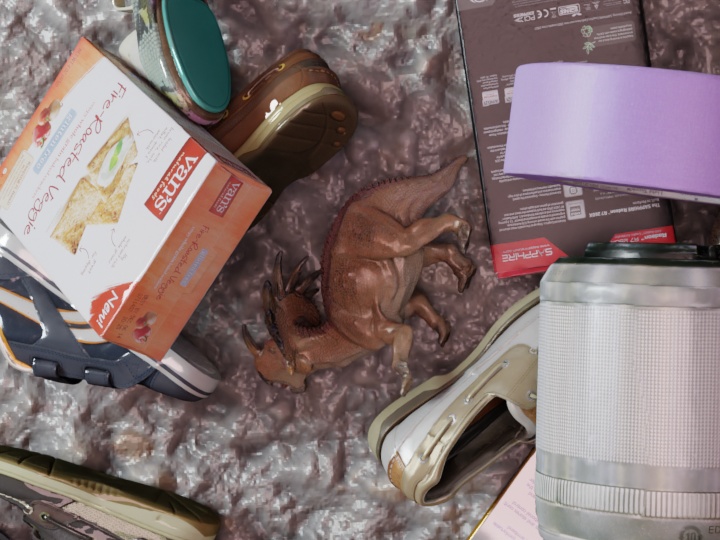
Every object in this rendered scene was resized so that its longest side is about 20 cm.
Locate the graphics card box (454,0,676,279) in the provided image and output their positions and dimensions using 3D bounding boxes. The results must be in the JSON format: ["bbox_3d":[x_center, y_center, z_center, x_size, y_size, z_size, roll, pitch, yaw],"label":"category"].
[{"bbox_3d":[0.136,-0.104,1.109,0.124,0.051,0.202,-9,93,8],"label":"graphics card box"}]

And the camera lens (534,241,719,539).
[{"bbox_3d":[0.186,0.085,1.005,0.158,0.160,0.203,1,90,9],"label":"camera lens"}]

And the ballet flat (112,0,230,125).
[{"bbox_3d":[-0.138,-0.182,1.133,0.071,0.069,0.202,-23,72,31],"label":"ballet flat"}]

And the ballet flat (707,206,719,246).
[{"bbox_3d":[0.259,-0.021,1.086,0.067,0.067,0.203,1,94,7],"label":"ballet flat"}]

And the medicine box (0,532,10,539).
[{"bbox_3d":[-0.279,0.249,1.117,0.182,0.200,0.103,38,96,5],"label":"medicine box"}]

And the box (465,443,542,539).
[{"bbox_3d":[0.138,0.194,1.133,0.119,0.041,0.201,37,100,5],"label":"box"}]

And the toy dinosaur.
[{"bbox_3d":[0.000,0.000,1.123,0.134,0.086,0.202,23,91,14],"label":"toy dinosaur"}]

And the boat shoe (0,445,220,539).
[{"bbox_3d":[-0.200,0.173,1.166,0.199,0.072,0.067,16,90,3],"label":"boat shoe"}]

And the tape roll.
[{"bbox_3d":[0.186,-0.076,0.980,0.198,0.200,0.066,8,93,8],"label":"tape roll"}]

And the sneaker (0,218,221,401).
[{"bbox_3d":[-0.191,0.048,1.156,0.199,0.078,0.080,33,93,17],"label":"sneaker"}]

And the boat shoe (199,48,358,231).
[{"bbox_3d":[-0.091,-0.075,1.144,0.199,0.072,0.068,-37,54,17],"label":"boat shoe"}]

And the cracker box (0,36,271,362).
[{"bbox_3d":[-0.159,-0.051,1.099,0.135,0.057,0.200,-56,46,7],"label":"cracker box"}]

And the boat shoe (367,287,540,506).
[{"bbox_3d":[0.101,0.081,1.096,0.199,0.075,0.069,-39,43,2],"label":"boat shoe"}]
